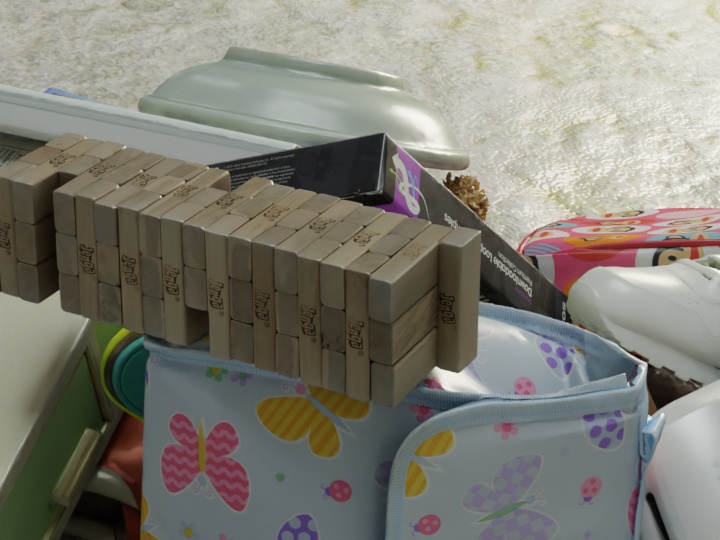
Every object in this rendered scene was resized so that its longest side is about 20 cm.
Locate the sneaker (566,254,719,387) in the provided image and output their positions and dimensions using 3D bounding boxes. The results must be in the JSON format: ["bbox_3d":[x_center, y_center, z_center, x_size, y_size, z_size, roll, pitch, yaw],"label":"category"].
[{"bbox_3d":[0.189,0.020,0.973,0.199,0.081,0.076,15,15,-29],"label":"sneaker"}]

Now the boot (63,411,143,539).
[{"bbox_3d":[-0.070,0.098,0.946,0.199,0.075,0.108,14,43,2],"label":"boot"}]

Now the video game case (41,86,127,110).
[{"bbox_3d":[-0.162,-0.025,1.164,0.180,0.046,0.200,18,40,23],"label":"video game case"}]

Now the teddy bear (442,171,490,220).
[{"bbox_3d":[0.001,-0.020,1.184,0.145,0.067,0.200,-24,8,40],"label":"teddy bear"}]

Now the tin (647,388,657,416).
[{"bbox_3d":[0.085,0.074,0.950,0.111,0.042,0.200,-20,1,3],"label":"tin"}]

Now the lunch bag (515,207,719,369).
[{"bbox_3d":[0.153,0.006,1.121,0.175,0.083,0.200,-1,6,13],"label":"lunch bag"}]

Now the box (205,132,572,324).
[{"bbox_3d":[0.000,0.000,0.979,0.142,0.036,0.200,-8,-29,30],"label":"box"}]

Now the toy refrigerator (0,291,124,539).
[{"bbox_3d":[-0.147,0.059,0.876,0.069,0.076,0.201,12,54,16],"label":"toy refrigerator"}]

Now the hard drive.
[{"bbox_3d":[-0.127,-0.072,1.097,0.198,0.026,0.132,11,0,5],"label":"hard drive"}]

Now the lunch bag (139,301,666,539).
[{"bbox_3d":[0.015,0.100,0.812,0.199,0.171,0.127,11,24,13],"label":"lunch bag"}]

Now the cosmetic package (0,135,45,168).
[{"bbox_3d":[-0.168,-0.009,1.041,0.199,0.073,0.104,13,41,18],"label":"cosmetic package"}]

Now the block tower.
[{"bbox_3d":[-0.054,-0.003,0.767,0.199,0.054,0.058,13,29,25],"label":"block tower"}]

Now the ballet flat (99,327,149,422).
[{"bbox_3d":[-0.029,0.038,0.922,0.199,0.067,0.067,1,26,-23],"label":"ballet flat"}]

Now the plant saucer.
[{"bbox_3d":[-0.030,-0.099,1.180,0.199,0.051,0.200,11,5,-1],"label":"plant saucer"}]

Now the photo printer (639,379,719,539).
[{"bbox_3d":[0.201,0.116,0.857,0.199,0.069,0.167,-17,76,-44],"label":"photo printer"}]
